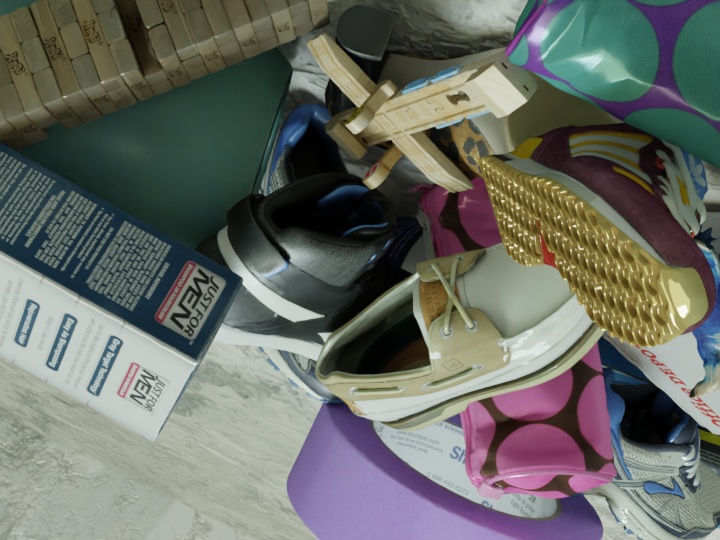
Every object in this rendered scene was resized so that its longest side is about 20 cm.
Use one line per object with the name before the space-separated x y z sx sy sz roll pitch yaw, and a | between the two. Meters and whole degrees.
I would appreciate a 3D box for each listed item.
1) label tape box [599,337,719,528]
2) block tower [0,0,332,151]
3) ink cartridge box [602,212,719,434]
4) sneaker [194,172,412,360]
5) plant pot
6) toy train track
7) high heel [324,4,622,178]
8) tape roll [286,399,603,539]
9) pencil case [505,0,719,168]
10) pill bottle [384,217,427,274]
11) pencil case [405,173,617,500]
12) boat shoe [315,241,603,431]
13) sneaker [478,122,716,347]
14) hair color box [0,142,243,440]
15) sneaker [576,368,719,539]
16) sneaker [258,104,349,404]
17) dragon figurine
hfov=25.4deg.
label tape box | 0.208 0.098 1.155 0.144 0.063 0.200 20 154 21
block tower | -0.108 -0.123 0.813 0.058 0.200 0.054 75 173 -82
ink cartridge box | 0.257 0.038 0.895 0.200 0.084 0.145 5 152 48
sneaker | 0.000 0.000 0.911 0.200 0.073 0.112 6 143 -47
plant pot | -0.132 -0.085 0.942 0.161 0.201 0.201 16 162 -3
toy train track | 0.024 -0.074 0.798 0.115 0.033 0.200 44 161 -15
high heel | 0.073 -0.074 0.886 0.200 0.072 0.143 29 168 5
tape roll | 0.055 0.151 1.038 0.200 0.066 0.200 23 -167 -6
pencil case | 0.166 -0.083 0.689 0.200 0.085 0.092 28 -163 0
pill bottle | 0.049 0.023 1.087 0.120 0.120 0.200 39 158 -33
pencil case | 0.089 0.035 0.935 0.093 0.200 0.091 -7 168 -20
boat shoe | 0.058 0.028 0.851 0.068 0.075 0.200 21 136 -37
sneaker | 0.123 -0.031 0.714 0.200 0.090 0.075 -133 22 -66
hair color box | -0.170 0.000 0.827 0.200 0.061 0.100 30 145 -3
sneaker | 0.190 0.120 1.029 0.085 0.077 0.200 -39 135 26
sneaker | -0.029 -0.014 1.021 0.077 0.200 0.085 -7 166 -37
dragon figurine | 0.180 0.002 0.775 0.200 0.059 0.100 119 131 -77
